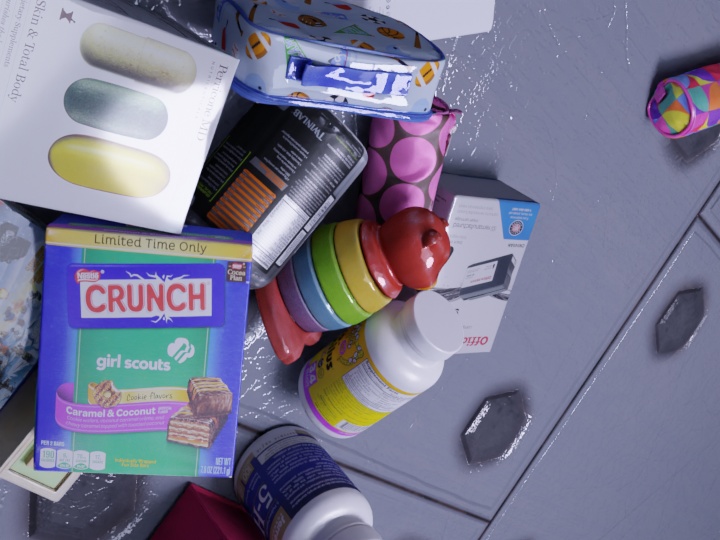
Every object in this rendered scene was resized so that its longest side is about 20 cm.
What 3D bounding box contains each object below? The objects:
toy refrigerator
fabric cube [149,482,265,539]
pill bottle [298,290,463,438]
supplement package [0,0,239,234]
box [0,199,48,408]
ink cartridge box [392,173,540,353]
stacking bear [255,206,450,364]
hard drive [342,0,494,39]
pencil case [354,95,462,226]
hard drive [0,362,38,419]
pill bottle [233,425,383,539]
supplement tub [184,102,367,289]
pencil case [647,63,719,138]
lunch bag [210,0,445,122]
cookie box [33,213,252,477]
[{"bbox_3d":[-0.255,0.110,0.833,0.201,0.070,0.076,-50,132,-3],"label":"toy refrigerator"},{"bbox_3d":[-0.153,0.409,1.021,0.200,0.199,0.196,-51,132,-1],"label":"fabric cube"},{"bbox_3d":[0.023,0.102,0.986,0.103,0.106,0.199,10,143,-39],"label":"pill bottle"},{"bbox_3d":[-0.230,-0.141,0.691,0.197,0.150,0.154,11,107,-40],"label":"supplement package"},{"bbox_3d":[-0.337,0.037,0.766,0.136,0.040,0.201,39,89,-28],"label":"box"},{"bbox_3d":[0.113,-0.005,1.066,0.142,0.084,0.204,1,114,-36],"label":"ink cartridge box"},{"bbox_3d":[0.000,0.000,0.910,0.197,0.121,0.116,-22,94,18],"label":"stacking bear"},{"bbox_3d":[0.054,-0.298,0.890,0.197,0.025,0.134,-16,123,-29],"label":"hard drive"},{"bbox_3d":[0.045,-0.090,0.960,0.092,0.091,0.204,9,116,-5],"label":"pencil case"},{"bbox_3d":[-0.274,0.113,0.884,0.197,0.025,0.134,9,108,-39],"label":"hard drive"},{"bbox_3d":[-0.055,0.283,1.023,0.118,0.199,0.122,-17,123,-27],"label":"pill bottle"},{"bbox_3d":[-0.096,-0.071,0.849,0.201,0.122,0.122,-49,133,-2],"label":"supplement tub"},{"bbox_3d":[0.485,-0.242,1.216,0.197,0.088,0.090,-21,126,-28],"label":"pencil case"},{"bbox_3d":[-0.033,-0.185,0.768,0.196,0.161,0.077,1,122,-26],"label":"lunch bag"},{"bbox_3d":[-0.182,0.064,0.755,0.167,0.075,0.205,4,99,-11],"label":"cookie box"}]
